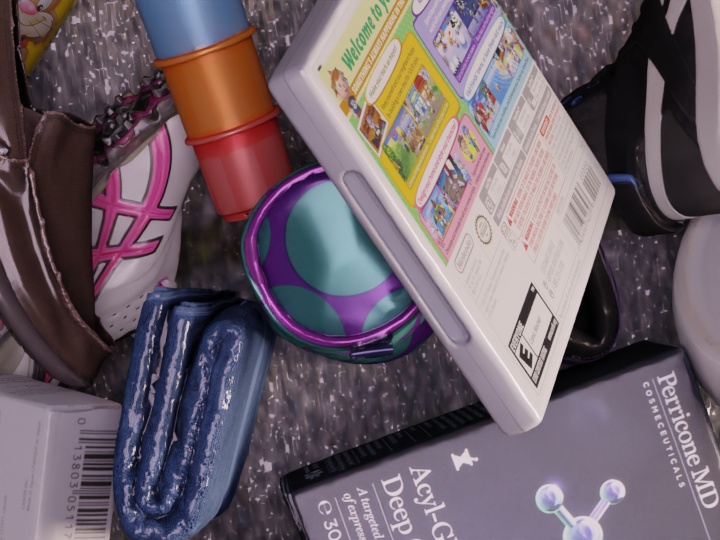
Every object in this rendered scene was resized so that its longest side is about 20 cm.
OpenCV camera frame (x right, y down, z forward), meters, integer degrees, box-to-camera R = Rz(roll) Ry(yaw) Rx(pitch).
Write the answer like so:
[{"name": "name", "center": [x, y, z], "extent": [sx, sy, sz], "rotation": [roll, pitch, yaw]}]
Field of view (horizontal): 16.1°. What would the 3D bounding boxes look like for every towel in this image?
[{"name": "towel", "center": [-0.076, 0.064, 1.160], "extent": [0.048, 0.200, 0.112], "rotation": [13, 90, 2]}]

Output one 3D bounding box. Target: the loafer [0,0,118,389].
[{"name": "loafer", "center": [-0.149, -0.044, 1.144], "extent": [0.071, 0.073, 0.201], "rotation": [-22, 98, -2]}]

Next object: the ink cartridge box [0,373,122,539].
[{"name": "ink cartridge box", "center": [-0.194, 0.125, 1.187], "extent": [0.057, 0.200, 0.164], "rotation": [4, 95, -40]}]

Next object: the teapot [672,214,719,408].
[{"name": "teapot", "center": [0.256, 0.018, 1.209], "extent": [0.199, 0.198, 0.146], "rotation": [-20, 134, 28]}]

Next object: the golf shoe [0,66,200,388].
[{"name": "golf shoe", "center": [-0.118, -0.014, 1.229], "extent": [0.092, 0.073, 0.200], "rotation": [39, 94, -19]}]

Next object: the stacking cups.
[{"name": "stacking cups", "center": [-0.073, -0.123, 1.159], "extent": [0.060, 0.061, 0.201], "rotation": [-22, 102, -3]}]

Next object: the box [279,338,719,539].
[{"name": "box", "center": [0.079, 0.137, 1.217], "extent": [0.199, 0.107, 0.149], "rotation": [-21, 91, -3]}]

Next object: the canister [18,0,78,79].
[{"name": "canister", "center": [-0.205, -0.145, 1.211], "extent": [0.148, 0.087, 0.201], "rotation": [32, 90, -3]}]

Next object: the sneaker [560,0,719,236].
[{"name": "sneaker", "center": [0.144, -0.114, 1.238], "extent": [0.073, 0.112, 0.201], "rotation": [29, 54, -39]}]

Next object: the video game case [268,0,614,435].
[{"name": "video game case", "center": [0.042, -0.055, 1.094], "extent": [0.022, 0.200, 0.182], "rotation": [-24, 111, 28]}]

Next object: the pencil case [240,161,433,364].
[{"name": "pencil case", "center": [0.000, 0.000, 1.166], "extent": [0.092, 0.200, 0.086], "rotation": [-2, 87, 3]}]

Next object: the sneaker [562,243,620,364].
[{"name": "sneaker", "center": [0.068, -0.047, 1.224], "extent": [0.076, 0.088, 0.200], "rotation": [-34, 92, -2]}]
